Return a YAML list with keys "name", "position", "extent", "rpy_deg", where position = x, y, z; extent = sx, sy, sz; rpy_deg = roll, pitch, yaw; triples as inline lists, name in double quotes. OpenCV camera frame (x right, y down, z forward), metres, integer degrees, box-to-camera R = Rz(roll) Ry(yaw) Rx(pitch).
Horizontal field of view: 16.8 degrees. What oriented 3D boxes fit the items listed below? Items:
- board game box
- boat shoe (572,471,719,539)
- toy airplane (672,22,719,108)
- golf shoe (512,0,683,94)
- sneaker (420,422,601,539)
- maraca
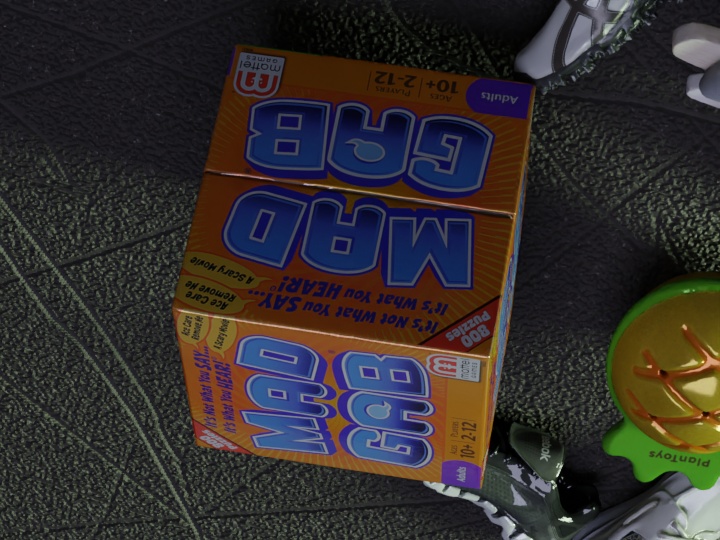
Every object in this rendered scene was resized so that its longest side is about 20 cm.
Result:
- name: "board game box"
  position: [0.000, 0.000, 1.597]
  extent: [0.199, 0.201, 0.200]
  rpy_deg: [8, 152, 5]
- name: "boat shoe"
  position: [0.233, 0.195, 1.837]
  extent: [0.200, 0.066, 0.072]
  rpy_deg: [-31, 118, 32]
- name: "toy airplane"
  position: [0.297, -0.108, 1.512]
  extent: [0.199, 0.142, 0.199]
  rpy_deg: [-12, 148, 4]
- name: "golf shoe"
  position: [0.155, -0.190, 1.533]
  extent: [0.095, 0.078, 0.200]
  rpy_deg: [50, 127, -1]
- name: "sneaker"
  position: [0.105, 0.141, 1.824]
  extent: [0.090, 0.067, 0.200]
  rpy_deg: [-34, 120, 30]
- name: "maraca"
  position: [0.238, 0.081, 1.711]
  extent: [0.136, 0.107, 0.201]
  rpy_deg: [10, 132, 3]
